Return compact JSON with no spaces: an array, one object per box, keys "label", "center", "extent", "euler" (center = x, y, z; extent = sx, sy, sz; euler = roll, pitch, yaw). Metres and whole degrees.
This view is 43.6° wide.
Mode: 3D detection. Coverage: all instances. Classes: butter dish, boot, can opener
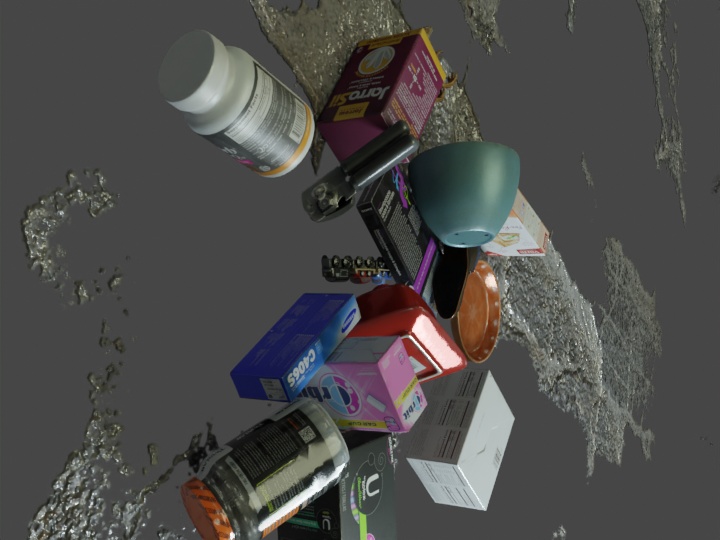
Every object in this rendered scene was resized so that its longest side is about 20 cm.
[{"label":"butter dish","center":[0.042,0.089,1.409],"extent":[0.200,0.197,0.150],"euler":[48,28,-44]},{"label":"boot","center":[0.189,0.000,1.667],"extent":[0.096,0.073,0.205],"euler":[27,66,-50]},{"label":"can opener","center":[0.000,-0.141,1.329],"extent":[0.054,0.198,0.067],"euler":[59,10,18]}]

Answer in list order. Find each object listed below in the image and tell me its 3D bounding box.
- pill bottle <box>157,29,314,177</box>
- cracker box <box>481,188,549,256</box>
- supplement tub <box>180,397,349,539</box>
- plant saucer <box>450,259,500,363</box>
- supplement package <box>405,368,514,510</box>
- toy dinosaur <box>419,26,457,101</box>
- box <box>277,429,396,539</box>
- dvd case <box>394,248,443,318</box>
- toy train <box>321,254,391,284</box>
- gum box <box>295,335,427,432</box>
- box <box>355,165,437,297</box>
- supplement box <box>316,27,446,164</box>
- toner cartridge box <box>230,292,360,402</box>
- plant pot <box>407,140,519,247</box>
[{"label":"pill bottle","center":[-0.154,-0.208,1.134],"extent":[0.199,0.114,0.119],"euler":[32,64,-51]},{"label":"cracker box","center":[0.278,-0.096,1.784],"extent":[0.200,0.132,0.059],"euler":[40,58,-49]},{"label":"supplement tub","center":[-0.121,0.260,1.142],"extent":[0.198,0.121,0.125],"euler":[-29,115,-30]},{"label":"plant saucer","center":[0.227,0.082,1.799],"extent":[0.199,0.032,0.206],"euler":[-1,92,-57]},{"label":"supplement package","center":[0.188,0.309,1.665],"extent":[0.157,0.109,0.202],"euler":[58,45,-38]},{"label":"toy dinosaur","center":[0.117,-0.335,1.623],"extent":[0.104,0.060,0.205],"euler":[12,73,-32]},{"label":"box","center":[-0.035,0.347,1.310],"extent":[0.147,0.122,0.205],"euler":[-8,95,-56]},{"label":"dvd case","center":[0.104,0.040,1.619],"extent":[0.142,0.017,0.204],"euler":[41,57,-48]},{"label":"toy train","center":[0.000,0.000,1.444],"extent":[0.198,0.034,0.047],"euler":[0,92,-57]},{"label":"gum box","center":[-0.016,0.161,1.276],"extent":[0.066,0.197,0.115],"euler":[-44,119,-43]},{"label":"box","center":[0.065,-0.069,1.505],"extent":[0.202,0.035,0.144],"euler":[63,31,-27]},{"label":"supplement box","center":[0.035,-0.269,1.415],"extent":[0.104,0.129,0.203],"euler":[54,47,-39]},{"label":"toner cartridge box","center":[-0.087,0.103,1.255],"extent":[0.200,0.093,0.044],"euler":[-48,129,-45]},{"label":"plant pot","center":[0.183,-0.119,1.558],"extent":[0.199,0.197,0.138],"euler":[21,61,-55]}]
